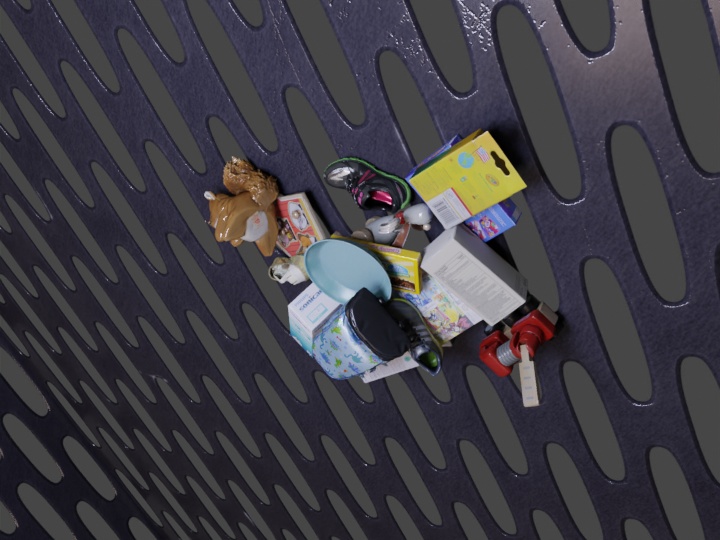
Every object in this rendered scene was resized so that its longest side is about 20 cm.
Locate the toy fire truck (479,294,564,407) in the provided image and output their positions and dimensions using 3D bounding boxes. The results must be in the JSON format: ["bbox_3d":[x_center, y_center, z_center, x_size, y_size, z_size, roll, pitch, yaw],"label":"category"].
[{"bbox_3d":[0.325,0.181,1.488,0.128,0.201,0.176,42,137,-5],"label":"toy fire truck"}]

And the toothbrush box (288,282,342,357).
[{"bbox_3d":[-0.089,0.098,1.682,0.085,0.146,0.201,42,159,16],"label":"toothbrush box"}]

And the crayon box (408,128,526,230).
[{"bbox_3d":[0.201,-0.170,1.322,0.199,0.051,0.127,-26,108,44],"label":"crayon box"}]

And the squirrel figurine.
[{"bbox_3d":[-0.279,-0.156,1.677,0.186,0.140,0.203,28,102,47],"label":"squirrel figurine"}]

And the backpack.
[{"bbox_3d":[-0.013,0.146,1.513,0.164,0.154,0.200,50,157,-8],"label":"backpack"}]

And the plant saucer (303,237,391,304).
[{"bbox_3d":[-0.022,0.000,1.484,0.197,0.036,0.202,18,141,15],"label":"plant saucer"}]

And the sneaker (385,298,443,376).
[{"bbox_3d":[0.117,0.141,1.526,0.074,0.081,0.200,-39,110,10],"label":"sneaker"}]

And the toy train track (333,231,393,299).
[{"bbox_3d":[0.000,0.000,1.578,0.201,0.032,0.115,50,174,-19],"label":"toy train track"}]

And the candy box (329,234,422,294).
[{"bbox_3d":[0.032,-0.012,1.488,0.197,0.027,0.103,12,135,21],"label":"candy box"}]

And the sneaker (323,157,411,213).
[{"bbox_3d":[0.007,-0.174,1.490,0.197,0.084,0.078,19,133,19],"label":"sneaker"}]

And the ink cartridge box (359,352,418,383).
[{"bbox_3d":[0.042,0.167,1.642,0.197,0.077,0.138,-22,113,21],"label":"ink cartridge box"}]

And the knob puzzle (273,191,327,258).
[{"bbox_3d":[-0.158,-0.085,1.685,0.218,0.030,0.222,30,139,29],"label":"knob puzzle"}]

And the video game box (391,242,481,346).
[{"bbox_3d":[0.176,0.045,1.538,0.181,0.047,0.200,-35,109,23],"label":"video game box"}]

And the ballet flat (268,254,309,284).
[{"bbox_3d":[-0.161,0.002,1.706,0.199,0.071,0.071,2,129,58],"label":"ballet flat"}]

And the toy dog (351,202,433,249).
[{"bbox_3d":[0.072,-0.070,1.512,0.199,0.131,0.097,-5,115,60],"label":"toy dog"}]

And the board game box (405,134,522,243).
[{"bbox_3d":[0.201,-0.146,1.411,0.200,0.045,0.134,48,136,-10],"label":"board game box"}]

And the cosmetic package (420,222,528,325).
[{"bbox_3d":[0.228,0.006,1.433,0.199,0.072,0.105,40,128,-13],"label":"cosmetic package"}]

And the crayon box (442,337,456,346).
[{"bbox_3d":[0.129,0.084,1.647,0.124,0.052,0.202,-8,121,37],"label":"crayon box"}]
